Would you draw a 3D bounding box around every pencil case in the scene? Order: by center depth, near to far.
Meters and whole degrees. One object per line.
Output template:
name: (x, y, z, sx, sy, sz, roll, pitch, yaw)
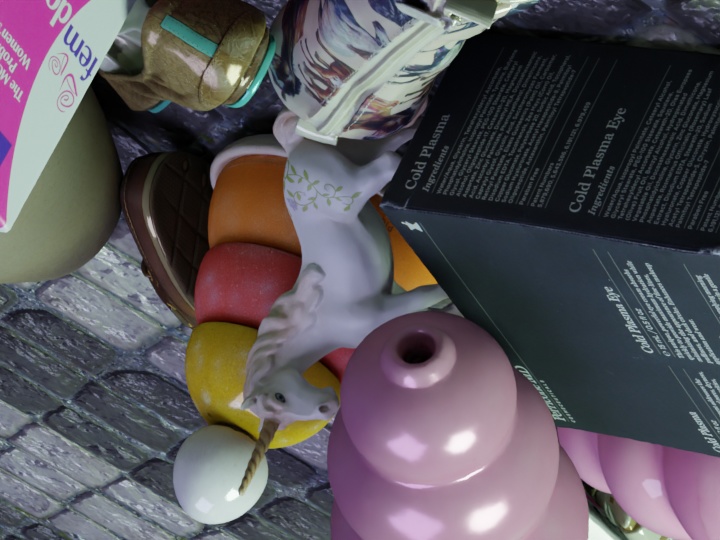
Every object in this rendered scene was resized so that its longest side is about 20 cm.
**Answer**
pencil case: (0.021, -0.116, 1.092, 0.078, 0.090, 0.200, 32, 157, -8)

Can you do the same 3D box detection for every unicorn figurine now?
unicorn figurine: (0.000, 0.000, 1.274, 0.137, 0.200, 0.074, -6, -174, 10)

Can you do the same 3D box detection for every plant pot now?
plant pot: (-0.212, -0.069, 1.359, 0.187, 0.188, 0.200, 14, 169, 27)

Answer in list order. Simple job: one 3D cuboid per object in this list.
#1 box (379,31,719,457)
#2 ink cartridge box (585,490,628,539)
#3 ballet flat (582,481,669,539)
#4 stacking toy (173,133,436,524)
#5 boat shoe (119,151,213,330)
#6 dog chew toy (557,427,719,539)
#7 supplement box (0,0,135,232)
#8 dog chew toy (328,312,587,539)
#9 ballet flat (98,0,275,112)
box: (0.141, -0.006, 1.179, 0.182, 0.104, 0.200, 9, 152, 35)
ink cartridge box: (0.102, 0.139, 1.476, 0.200, 0.044, 0.174, 41, -176, -14)
ballet flat: (0.187, 0.134, 1.480, 0.200, 0.071, 0.071, 1, 147, 46)
stacking toy: (-0.048, 0.041, 1.356, 0.146, 0.200, 0.146, 22, 157, 10)
boat shoe: (-0.095, -0.003, 1.478, 0.067, 0.072, 0.200, 11, 156, 28)
dog chew toy: (0.181, 0.089, 1.331, 0.200, 0.125, 0.125, 10, 153, 50)
supplement box: (-0.169, -0.129, 1.117, 0.103, 0.200, 0.101, 11, 153, 33)
dog chew toy: (0.040, 0.093, 1.207, 0.124, 0.125, 0.200, 16, 148, 23)
ballet flat: (-0.099, -0.111, 1.212, 0.072, 0.068, 0.200, 28, 179, -18)
